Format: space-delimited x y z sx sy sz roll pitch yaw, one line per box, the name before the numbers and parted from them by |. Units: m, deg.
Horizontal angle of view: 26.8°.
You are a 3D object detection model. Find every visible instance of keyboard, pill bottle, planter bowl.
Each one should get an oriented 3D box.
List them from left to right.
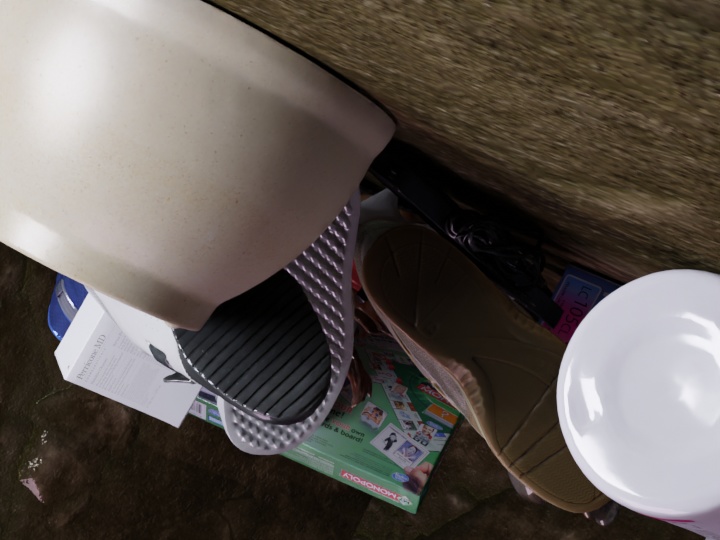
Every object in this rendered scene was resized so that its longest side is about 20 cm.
planter bowl | -0.101 -0.054 0.724 0.200 0.135 0.200 26 180 0
keyboard | 0.068 -0.027 0.864 0.104 0.040 0.200 41 -177 41
pill bottle | 0.183 0.077 0.747 0.113 0.113 0.200 26 178 32

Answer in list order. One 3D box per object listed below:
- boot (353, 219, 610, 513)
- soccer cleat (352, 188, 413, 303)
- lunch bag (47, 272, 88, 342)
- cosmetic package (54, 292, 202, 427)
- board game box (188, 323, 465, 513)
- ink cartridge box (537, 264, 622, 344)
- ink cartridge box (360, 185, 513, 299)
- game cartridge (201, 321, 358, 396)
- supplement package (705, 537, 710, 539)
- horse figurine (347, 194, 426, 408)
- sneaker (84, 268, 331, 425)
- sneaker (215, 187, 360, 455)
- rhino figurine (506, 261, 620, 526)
boot | 0.072 0.048 0.898 0.200 0.072 0.155 47 179 -7
soccer cleat | 0.064 0.024 1.021 0.200 0.085 0.069 41 148 8
lunch bag | -0.132 -0.025 1.070 0.136 0.200 0.132 28 138 -15
cosmetic package | -0.102 -0.011 0.923 0.083 0.200 0.051 27 -172 -28
board game box | -0.021 0.086 1.142 0.200 0.135 0.029 23 142 12
ink cartridge box | 0.222 0.078 0.961 0.200 0.076 0.136 24 177 39
ink cartridge box | 0.033 -0.004 1.231 0.200 0.085 0.146 28 178 10
game cartridge | -0.107 0.029 1.139 0.200 0.133 0.040 19 139 10
supplement package | 0.335 0.182 1.041 0.111 0.156 0.200 26 178 -3
horse figurine | 0.000 0.000 1.083 0.133 0.200 0.050 26 135 -8
sneaker | -0.087 0.024 0.819 0.200 0.074 0.089 40 156 28
sneaker | -0.043 0.009 0.883 0.078 0.200 0.079 4 -153 -19
rhino figurine | 0.133 0.080 1.075 0.060 0.200 0.087 -23 147 32
